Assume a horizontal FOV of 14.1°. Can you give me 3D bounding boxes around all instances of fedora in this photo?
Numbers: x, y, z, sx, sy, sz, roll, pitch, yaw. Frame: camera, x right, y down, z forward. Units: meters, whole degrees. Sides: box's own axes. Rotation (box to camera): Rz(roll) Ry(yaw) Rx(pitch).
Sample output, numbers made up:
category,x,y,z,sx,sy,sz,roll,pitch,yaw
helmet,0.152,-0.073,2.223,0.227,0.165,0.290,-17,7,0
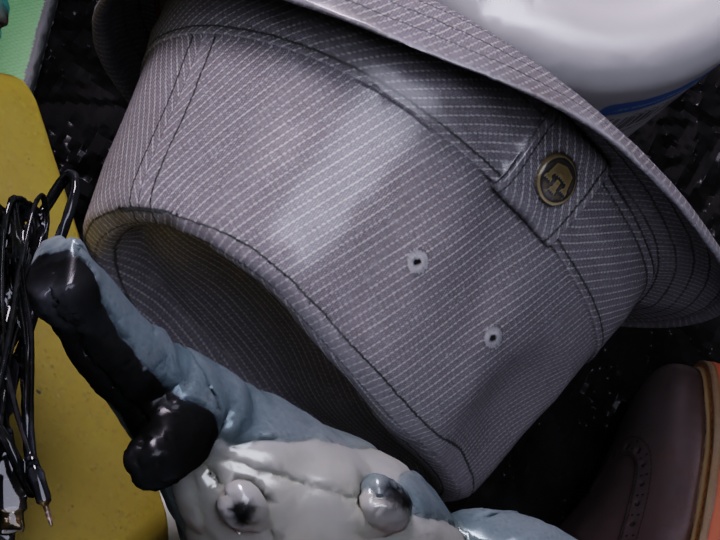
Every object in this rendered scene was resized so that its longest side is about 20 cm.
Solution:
category,x,y,z,sx,sy,sz,roll,pitch,yaw
fedora,0.000,0.000,0.788,0.200,0.177,0.090,47,63,-44

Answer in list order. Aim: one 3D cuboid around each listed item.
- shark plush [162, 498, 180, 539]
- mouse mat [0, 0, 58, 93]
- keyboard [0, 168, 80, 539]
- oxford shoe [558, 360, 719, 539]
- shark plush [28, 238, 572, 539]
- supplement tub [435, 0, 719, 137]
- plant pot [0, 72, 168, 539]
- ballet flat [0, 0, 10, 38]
category,x,y,z,sx,sy,sz,roll,pitch,yaw
shark plush,0.000,0.067,0.898,0.200,0.091,0.083,-50,118,-37
mouse mat,-0.199,-0.066,0.883,0.199,0.008,0.161,17,72,-12
keyboard,-0.122,0.035,0.683,0.104,0.040,0.201,6,69,-14
oxford shoe,0.056,0.108,0.884,0.072,0.071,0.200,26,70,-4
shark plush,-0.029,0.059,0.711,0.091,0.083,0.200,-48,137,11
supplement tub,0.035,-0.087,0.856,0.132,0.200,0.132,4,75,-16
plant pot,-0.169,0.043,0.771,0.176,0.200,0.201,-15,83,-32
ballet flat,-0.201,-0.093,0.848,0.199,0.067,0.071,-6,83,-18
